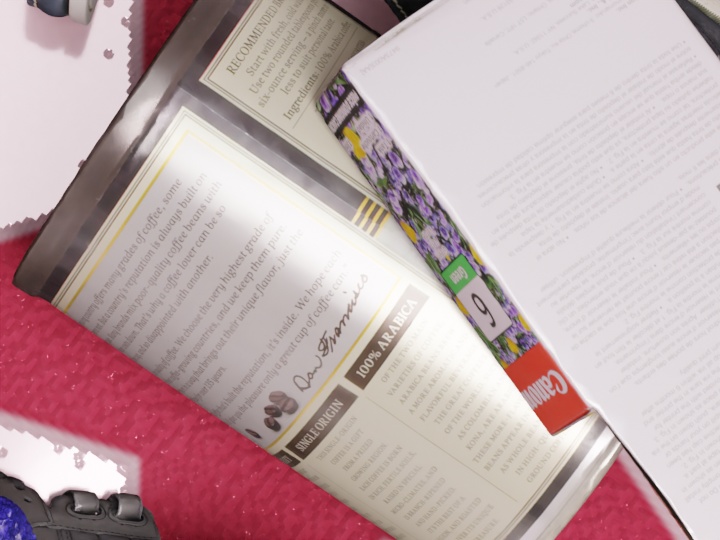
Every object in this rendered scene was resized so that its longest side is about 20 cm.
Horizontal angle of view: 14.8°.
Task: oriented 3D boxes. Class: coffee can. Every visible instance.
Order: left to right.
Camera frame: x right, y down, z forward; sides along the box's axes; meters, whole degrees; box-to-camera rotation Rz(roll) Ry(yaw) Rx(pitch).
[{"bbox_3d":[0.000,0.000,0.974,0.200,0.146,0.147,35,83,-4],"label":"coffee can"}]

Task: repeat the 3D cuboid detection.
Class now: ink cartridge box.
[{"bbox_3d":[0.088,-0.007,0.894,0.109,0.050,0.200,-34,86,-18],"label":"ink cartridge box"}]

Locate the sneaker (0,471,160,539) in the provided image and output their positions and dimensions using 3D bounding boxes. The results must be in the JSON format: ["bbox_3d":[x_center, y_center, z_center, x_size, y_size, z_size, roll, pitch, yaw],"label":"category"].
[{"bbox_3d":[-0.135,0.086,0.998,0.099,0.071,0.200,-19,72,-32],"label":"sneaker"}]

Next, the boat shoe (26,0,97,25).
[{"bbox_3d":[-0.116,-0.188,1.006,0.062,0.075,0.201,2,85,-9],"label":"boat shoe"}]

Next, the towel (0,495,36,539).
[{"bbox_3d":[-0.199,0.147,0.939,0.199,0.050,0.148,-2,90,27],"label":"towel"}]

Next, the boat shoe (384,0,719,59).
[{"bbox_3d":[0.078,-0.075,0.982,0.074,0.199,0.066,-32,52,29],"label":"boat shoe"}]
